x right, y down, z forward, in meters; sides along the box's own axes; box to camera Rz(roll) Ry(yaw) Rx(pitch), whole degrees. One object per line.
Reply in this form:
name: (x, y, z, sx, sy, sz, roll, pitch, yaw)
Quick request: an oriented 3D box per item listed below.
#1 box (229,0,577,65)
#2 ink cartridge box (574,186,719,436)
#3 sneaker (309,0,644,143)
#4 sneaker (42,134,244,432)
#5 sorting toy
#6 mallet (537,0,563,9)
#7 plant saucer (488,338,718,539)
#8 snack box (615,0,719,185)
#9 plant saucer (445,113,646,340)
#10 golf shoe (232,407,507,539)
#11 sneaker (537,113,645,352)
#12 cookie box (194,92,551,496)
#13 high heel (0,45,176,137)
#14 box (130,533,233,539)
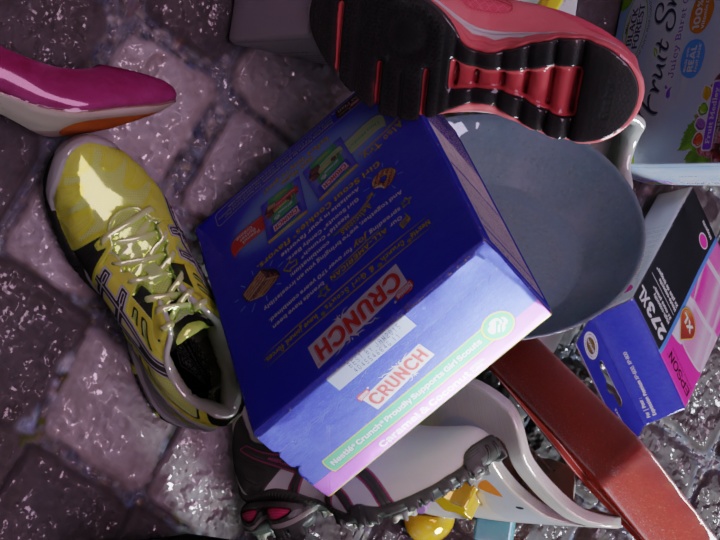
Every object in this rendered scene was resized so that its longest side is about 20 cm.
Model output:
box: (0.034, -0.202, 1.093, 0.198, 0.106, 0.154, 9, 90, -32)
ink cartridge box: (0.214, 0.031, 1.217, 0.095, 0.037, 0.200, 61, 40, -20)
sneaker: (0.068, -0.125, 0.990, 0.087, 0.198, 0.074, -52, 157, -64)
sneaker: (-0.120, 0.006, 1.030, 0.075, 0.076, 0.201, -36, 110, -22)
sorting toy: (0.079, 0.116, 1.100, 0.200, 0.180, 0.107, 46, 70, -25)
mallet: (0.126, -0.196, 1.072, 0.066, 0.041, 0.201, 34, 72, -27)
plant saucer: (0.162, 0.127, 1.115, 0.037, 0.200, 0.200, -41, 127, 0)
snack box: (0.250, -0.163, 1.193, 0.067, 0.168, 0.202, 16, 86, -28)
plant saucer: (0.085, -0.021, 1.117, 0.200, 0.201, 0.039, -32, 146, -26)
golf shoe: (-0.005, 0.110, 1.042, 0.077, 0.199, 0.089, -21, 95, -53)
sneaker: (0.139, -0.023, 1.187, 0.076, 0.080, 0.202, 16, 88, -33)
cookie box: (0.000, 0.000, 0.994, 0.171, 0.201, 0.075, -39, 126, 14)
high heel: (-0.201, -0.127, 0.988, 0.198, 0.067, 0.097, -7, 84, -29)
box: (-0.075, 0.266, 1.000, 0.124, 0.147, 0.202, 13, 82, -68)
